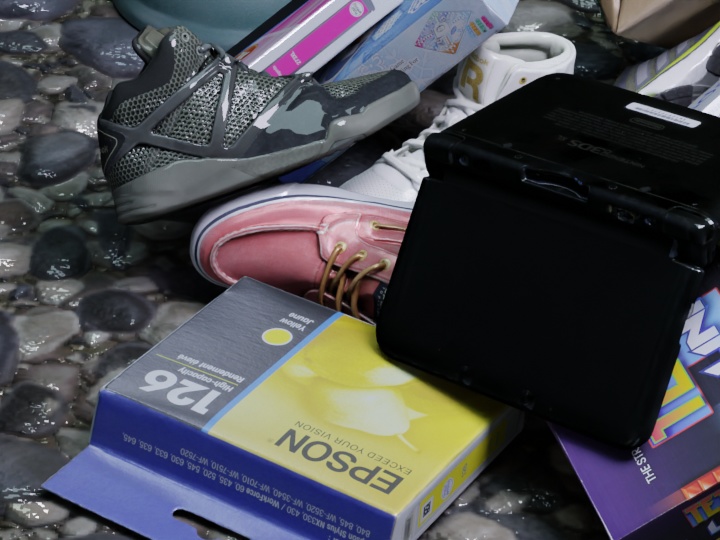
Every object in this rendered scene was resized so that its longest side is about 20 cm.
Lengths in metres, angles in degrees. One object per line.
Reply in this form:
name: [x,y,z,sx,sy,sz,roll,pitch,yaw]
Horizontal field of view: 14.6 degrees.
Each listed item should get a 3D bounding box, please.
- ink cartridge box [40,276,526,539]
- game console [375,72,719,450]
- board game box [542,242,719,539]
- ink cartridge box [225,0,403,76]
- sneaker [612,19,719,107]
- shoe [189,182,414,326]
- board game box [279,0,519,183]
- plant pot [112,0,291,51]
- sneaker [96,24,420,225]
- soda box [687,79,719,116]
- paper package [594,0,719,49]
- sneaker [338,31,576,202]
ink cartridge box: [-0.040,0.091,1.560,0.197,0.047,0.200,21,36,24]
game console: [0.130,-0.012,1.562,0.200,0.117,0.176,21,38,39]
board game box: [0.178,0.050,1.536,0.165,0.057,0.200,-30,47,4]
ink cartridge box: [-0.069,-0.122,1.781,0.200,0.037,0.095,-42,16,-15]
sneaker: [0.215,-0.126,1.841,0.200,0.074,0.081,-35,27,-20]
shoe: [0.000,0.000,1.668,0.200,0.072,0.091,3,27,-8]
board game box: [0.035,-0.165,1.827,0.043,0.199,0.200,45,34,-14]
plant pot: [-0.079,-0.258,1.993,0.200,0.134,0.200,2,34,-1]
sneaker: [-0.066,-0.108,1.689,0.199,0.114,0.076,-18,1,-9]
soda box: [0.254,-0.099,1.769,0.200,0.068,0.063,-41,94,-21]
paper package: [0.240,-0.234,1.835,0.104,0.190,0.200,59,17,10]
sneaker: [0.055,-0.089,1.770,0.200,0.116,0.074,-25,45,-34]
